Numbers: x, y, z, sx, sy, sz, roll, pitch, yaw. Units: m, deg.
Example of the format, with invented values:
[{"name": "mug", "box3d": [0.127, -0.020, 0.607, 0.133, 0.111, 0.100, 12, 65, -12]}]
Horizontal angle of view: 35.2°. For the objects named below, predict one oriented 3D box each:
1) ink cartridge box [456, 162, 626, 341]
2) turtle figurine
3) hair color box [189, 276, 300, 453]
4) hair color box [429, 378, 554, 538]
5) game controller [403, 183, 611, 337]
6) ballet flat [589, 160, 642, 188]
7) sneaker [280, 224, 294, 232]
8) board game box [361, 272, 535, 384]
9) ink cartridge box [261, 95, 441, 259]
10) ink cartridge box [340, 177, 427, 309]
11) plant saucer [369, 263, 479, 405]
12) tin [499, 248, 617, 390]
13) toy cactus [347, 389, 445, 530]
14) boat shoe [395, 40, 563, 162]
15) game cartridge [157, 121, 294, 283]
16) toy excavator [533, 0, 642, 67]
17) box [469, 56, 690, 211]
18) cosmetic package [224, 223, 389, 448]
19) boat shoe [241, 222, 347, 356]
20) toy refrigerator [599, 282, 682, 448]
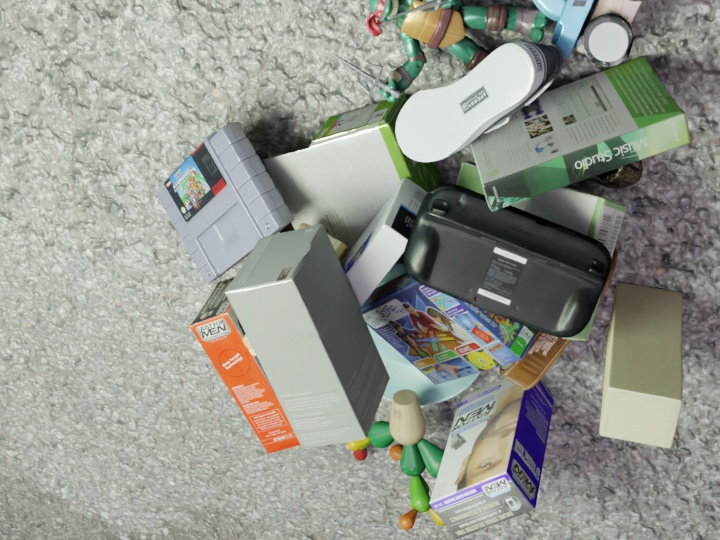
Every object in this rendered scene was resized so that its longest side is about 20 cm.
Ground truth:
[{"name": "ink cartridge box", "box3d": [0.174, -0.024, 1.212, 0.199, 0.048, 0.148, 22, 99, 47]}, {"name": "turtle figurine", "box3d": [0.079, -0.244, 1.140, 0.197, 0.102, 0.150, 12, 143, -11]}, {"name": "hair color box", "box3d": [-0.124, 0.115, 1.415, 0.061, 0.102, 0.202, -18, 114, 26]}, {"name": "hair color box", "box3d": [0.157, 0.210, 1.330, 0.108, 0.201, 0.065, -29, 111, 29]}, {"name": "game controller", "box3d": [0.143, -0.008, 1.116, 0.197, 0.042, 0.106, 21, 110, 0]}, {"name": "ballet flat", "box3d": [0.204, -0.135, 1.200, 0.198, 0.047, 0.068, 24, 123, 1]}, {"name": "sneaker", "box3d": [-0.093, -0.040, 1.346, 0.074, 0.071, 0.203, -17, 116, -3]}, {"name": "board game box", "box3d": [0.087, 0.059, 1.252, 0.135, 0.035, 0.200, 41, 155, -10]}, {"name": "ink cartridge box", "box3d": [-0.020, -0.093, 1.276, 0.197, 0.076, 0.149, -12, 117, 26]}, {"name": "ink cartridge box", "box3d": [0.000, 0.000, 1.221, 0.039, 0.100, 0.200, 33, 127, -8]}, {"name": "plant saucer", "box3d": [0.058, 0.071, 1.373, 0.198, 0.039, 0.204, 8, 122, 12]}, {"name": "tin", "box3d": [0.217, 0.046, 1.267, 0.042, 0.112, 0.201, 30, 123, -2]}, {"name": "toy cactus", "box3d": [0.053, 0.223, 1.403, 0.199, 0.101, 0.167, 31, 140, 44]}, {"name": "boat shoe", "box3d": [0.116, -0.167, 1.119, 0.199, 0.067, 0.073, -32, 80, 46]}, {"name": "game cartridge", "box3d": [-0.160, -0.073, 1.289, 0.131, 0.038, 0.199, 56, 144, -1]}, {"name": "toy excavator", "box3d": [0.190, -0.311, 1.067, 0.198, 0.100, 0.197, 23, 110, 5]}, {"name": "box", "box3d": [0.206, -0.136, 1.113, 0.197, 0.145, 0.037, -20, 121, 9]}, {"name": "cosmetic package", "box3d": [-0.049, 0.068, 1.155, 0.089, 0.107, 0.202, -13, 115, 26]}, {"name": "boat shoe", "box3d": [-0.089, 0.018, 1.289, 0.069, 0.074, 0.200, 38, 127, -2]}, {"name": "toy refrigerator", "box3d": [0.303, 0.099, 1.221, 0.075, 0.201, 0.071, 9, 123, 10]}]
